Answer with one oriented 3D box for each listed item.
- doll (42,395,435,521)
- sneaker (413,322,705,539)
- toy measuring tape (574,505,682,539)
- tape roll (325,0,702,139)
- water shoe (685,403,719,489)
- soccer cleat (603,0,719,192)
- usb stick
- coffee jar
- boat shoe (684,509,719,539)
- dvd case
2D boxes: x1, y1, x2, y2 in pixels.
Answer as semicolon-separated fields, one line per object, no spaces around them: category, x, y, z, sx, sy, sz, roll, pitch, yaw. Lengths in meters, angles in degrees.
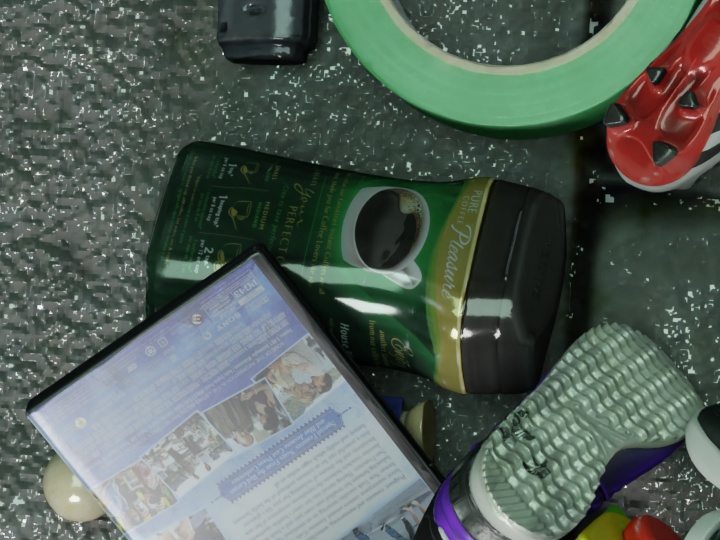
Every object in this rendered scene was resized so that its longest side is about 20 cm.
doll;-0.064;0.107;1.453;0.200;0.048;0.137;-1;83;10
sneaker;0.085;0.094;1.375;0.070;0.200;0.100;49;127;9
toy measuring tape;0.112;0.154;1.311;0.073;0.200;0.074;2;98;17
tape roll;0.079;-0.167;1.454;0.200;0.048;0.201;-1;84;10
water shoe;0.228;0.076;1.289;0.200;0.071;0.079;22;112;49
soccer cleat;0.198;-0.117;1.403;0.069;0.085;0.200;44;99;23
usb stick;-0.044;-0.206;1.488;0.055;0.033;0.200;2;85;15
coffee jar;0.000;0.000;1.426;0.200;0.085;0.104;8;58;12
boat shoe;0.234;0.175;1.334;0.200;0.060;0.076;27;81;-27
dvd case;-0.046;0.102;1.400;0.143;0.018;0.200;-35;105;11
